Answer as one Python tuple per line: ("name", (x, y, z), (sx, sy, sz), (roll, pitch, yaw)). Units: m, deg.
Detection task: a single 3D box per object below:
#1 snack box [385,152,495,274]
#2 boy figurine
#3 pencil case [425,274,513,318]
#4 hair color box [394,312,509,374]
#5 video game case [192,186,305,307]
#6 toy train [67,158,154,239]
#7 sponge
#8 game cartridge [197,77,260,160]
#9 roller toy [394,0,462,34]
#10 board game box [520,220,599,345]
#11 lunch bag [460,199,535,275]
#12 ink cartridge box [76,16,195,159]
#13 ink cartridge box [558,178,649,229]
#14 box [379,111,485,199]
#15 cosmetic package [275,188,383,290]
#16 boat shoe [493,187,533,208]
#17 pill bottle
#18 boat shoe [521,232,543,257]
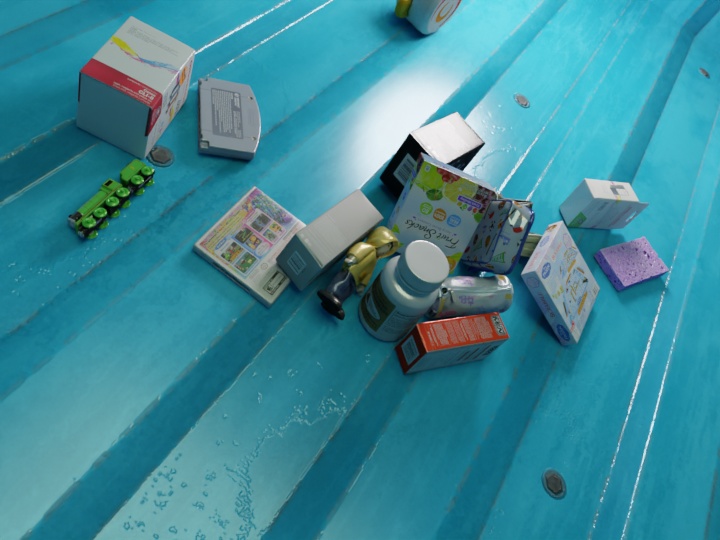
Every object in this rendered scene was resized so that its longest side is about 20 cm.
("snack box", (0.159, -0.116, 1.314), (0.166, 0.202, 0.068), (20, 23, -11))
("boy figurine", (0.000, 0.000, 1.209), (0.064, 0.125, 0.200), (30, 64, 26))
("pencil case", (0.220, 0.050, 1.305), (0.197, 0.091, 0.084), (0, 58, -27))
("hair color box", (0.177, 0.140, 1.217), (0.197, 0.102, 0.062), (-4, 60, -29))
("video game case", (-0.191, -0.051, 1.214), (0.181, 0.024, 0.201), (36, 51, 1))
("toy train", (-0.447, -0.132, 1.134), (0.056, 0.042, 0.201), (28, 50, 6))
("sponge", (0.701, -0.019, 1.627), (0.198, 0.030, 0.113), (-13, 65, -33))
("game cartridge", (-0.280, -0.323, 1.345), (0.131, 0.041, 0.203), (3, 57, -20))
("roller toy", (0.195, -0.787, 1.797), (0.140, 0.200, 0.182), (46, 21, 9))
("board game box", (0.455, 0.026, 1.419), (0.201, 0.041, 0.200), (56, 48, -16))
("lunch bag", (0.285, -0.067, 1.343), (0.075, 0.200, 0.163), (20, 89, -11))
("ink cartridge box", (-0.431, -0.355, 1.220), (0.143, 0.146, 0.202), (25, 51, -9))
("ink cartridge box", (0.634, -0.170, 1.638), (0.197, 0.118, 0.068), (2, 55, -25))
("box", (0.164, -0.250, 1.431), (0.107, 0.149, 0.199), (47, 46, 9))
("cosmetic package", (-0.057, -0.061, 1.206), (0.091, 0.107, 0.199), (50, 51, 4))
("boat shoe", (0.311, -0.158, 1.478), (0.196, 0.069, 0.074), (13, 19, -5))
("pill bottle", (0.081, 0.038, 1.172), (0.113, 0.201, 0.116), (13, 53, -17))
("boat shoe", (0.341, -0.077, 1.478), (0.197, 0.073, 0.068), (14, 15, -9))
